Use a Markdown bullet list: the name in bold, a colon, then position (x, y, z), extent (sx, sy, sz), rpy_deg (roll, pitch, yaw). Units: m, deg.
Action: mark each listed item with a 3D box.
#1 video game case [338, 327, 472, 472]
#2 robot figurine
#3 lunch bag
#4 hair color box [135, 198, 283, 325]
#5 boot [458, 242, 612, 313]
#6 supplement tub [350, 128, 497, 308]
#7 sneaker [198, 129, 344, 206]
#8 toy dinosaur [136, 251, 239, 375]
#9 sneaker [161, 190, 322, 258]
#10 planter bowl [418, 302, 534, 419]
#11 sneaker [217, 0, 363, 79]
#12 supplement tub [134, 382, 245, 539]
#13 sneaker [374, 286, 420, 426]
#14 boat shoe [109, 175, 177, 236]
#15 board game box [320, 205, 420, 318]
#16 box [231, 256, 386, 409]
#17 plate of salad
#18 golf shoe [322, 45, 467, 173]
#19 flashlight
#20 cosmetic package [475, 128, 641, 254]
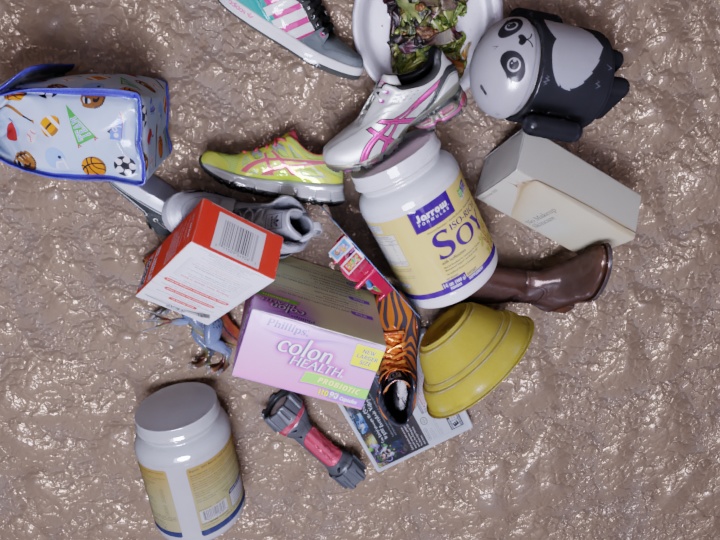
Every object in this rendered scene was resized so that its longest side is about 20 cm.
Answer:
- **video game case**: position (0.065, 0.213, 1.037), extent (0.179, 0.023, 0.202), rpy_deg (-26, 113, 5)
- **robot figurine**: position (0.234, -0.245, 0.802), extent (0.196, 0.151, 0.127), rpy_deg (4, 120, -16)
- **lunch bag**: position (-0.338, -0.179, 0.760), extent (0.195, 0.170, 0.127), rpy_deg (1, 109, -5)
- **hair color box**: position (-0.193, -0.003, 0.803), extent (0.110, 0.065, 0.199), rpy_deg (26, 146, -27)
- **boot**: position (0.229, 0.008, 0.908), extent (0.195, 0.065, 0.187), rpy_deg (8, 150, -7)
- **supplement tub**: position (0.085, -0.069, 0.857), extent (0.143, 0.146, 0.202), rpy_deg (-27, 112, 6)
- **sneaker**: position (-0.113, -0.143, 0.855), extent (0.195, 0.078, 0.092), rpy_deg (8, 92, -9)
- **toy dinosaur**: position (-0.242, 0.054, 0.936), extent (0.197, 0.104, 0.186), rpy_deg (-17, 106, -36)
- **sneaker**: position (-0.146, -0.066, 0.825), extent (0.197, 0.114, 0.077), rpy_deg (13, 76, -34)
- **planter bowl**: position (0.143, 0.106, 0.913), extent (0.200, 0.201, 0.084), rpy_deg (-42, 97, 12)
- **sneaker**: position (-0.062, -0.330, 0.776), extent (0.197, 0.084, 0.122), rpy_deg (28, 117, -14)
- **supplement tub**: position (-0.258, 0.288, 0.971), extent (0.141, 0.145, 0.204), rpy_deg (-7, 113, -2)
- **sneaker**: position (0.055, 0.126, 0.930), extent (0.076, 0.112, 0.205), rpy_deg (-9, 92, 5)
- **boat shoe**: position (-0.257, -0.070, 0.868), extent (0.198, 0.069, 0.057), rpy_deg (34, 106, -19)
- **board game box**: position (0.000, 0.000, 0.868), extent (0.039, 0.158, 0.200), rpy_deg (-41, 110, 1)
- **box**: position (-0.070, 0.072, 0.871), extent (0.173, 0.201, 0.098), rpy_deg (17, 110, -13)
- **plate of salad**: position (0.087, -0.313, 0.812), extent (0.195, 0.048, 0.204), rpy_deg (-2, 112, -4)
- **golf shoe**: position (0.031, -0.200, 0.801), extent (0.198, 0.073, 0.093), rpy_deg (-31, 127, 5)
- **flashlight**: position (-0.068, 0.272, 1.024), extent (0.068, 0.068, 0.200), rpy_deg (-38, 109, 16)
- **cosmetic package**: position (0.269, -0.101, 0.876), extent (0.197, 0.103, 0.074), rpy_deg (25, 68, -14)
